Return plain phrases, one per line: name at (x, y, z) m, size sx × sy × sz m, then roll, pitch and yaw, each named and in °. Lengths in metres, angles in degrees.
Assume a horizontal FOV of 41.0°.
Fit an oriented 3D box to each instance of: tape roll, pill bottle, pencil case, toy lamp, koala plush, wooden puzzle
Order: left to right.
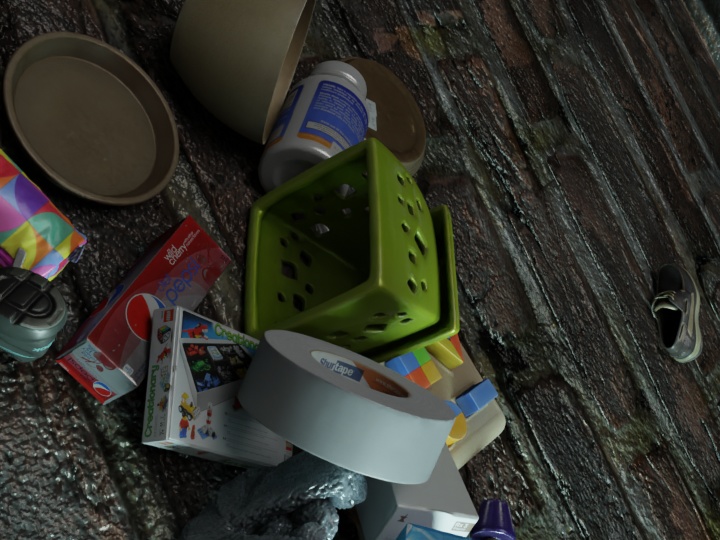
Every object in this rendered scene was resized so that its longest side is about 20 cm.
pencil case at (-0.337, -0.065, 0.862) m, size 0.200 × 0.088 × 0.088 m, roll 48°, pitch 41°, yaw -12°
koala plush at (-0.057, 0.299, 0.911) m, size 0.177 × 0.184 × 0.200 m, roll -81°, pitch 149°, yaw -52°
pill bottle at (-0.050, -0.174, 1.209) m, size 0.112 × 0.112 × 0.200 m, roll 40°, pitch 42°, yaw -23°
tape roll at (-0.013, 0.126, 0.916) m, size 0.200 × 0.200 × 0.066 m, roll 19°, pitch 97°, yaw -39°
wooden puzzle at (0.107, 0.149, 1.237) m, size 0.185 × 0.046 × 0.200 m, roll -25°, pitch 87°, yaw -51°
toy lamp at (0.154, 0.372, 1.149) m, size 0.058 × 0.058 × 0.200 m, roll 35°, pitch 49°, yaw -28°

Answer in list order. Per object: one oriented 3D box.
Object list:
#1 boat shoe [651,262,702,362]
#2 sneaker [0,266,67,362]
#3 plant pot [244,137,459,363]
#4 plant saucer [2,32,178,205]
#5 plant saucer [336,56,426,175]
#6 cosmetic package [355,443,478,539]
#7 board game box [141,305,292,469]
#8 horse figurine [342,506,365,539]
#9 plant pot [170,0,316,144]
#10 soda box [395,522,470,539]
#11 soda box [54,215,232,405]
boat shoe at (0.578, 0.068, 1.769) m, size 0.073 × 0.074 × 0.200 m, roll 25°, pitch 50°, yaw -36°
sneaker at (-0.347, 0.012, 0.819) m, size 0.200 × 0.079 × 0.075 m, roll 35°, pitch 47°, yaw 1°
plant pot at (0.000, 0.000, 1.102) m, size 0.181 × 0.199 × 0.200 m, roll 29°, pitch 47°, yaw -42°
plant saucer at (-0.281, -0.155, 1.005) m, size 0.200 × 0.029 × 0.200 m, roll 26°, pitch 50°, yaw -35°
plant saucer at (0.027, -0.224, 1.389) m, size 0.200 × 0.029 × 0.200 m, roll 24°, pitch 52°, yaw -36°
cosmetic package at (0.040, 0.209, 1.036) m, size 0.102 × 0.074 × 0.200 m, roll 16°, pitch 30°, yaw -24°
board game box at (-0.132, 0.123, 0.949) m, size 0.200 × 0.035 × 0.126 m, roll 33°, pitch 53°, yaw -54°
horse figurine at (0.025, 0.281, 1.069) m, size 0.133 × 0.050 × 0.200 m, roll -11°, pitch 73°, yaw -57°
plant pot at (-0.144, -0.264, 1.127) m, size 0.134 × 0.200 × 0.200 m, roll 19°, pitch 49°, yaw -4°
soda box at (0.045, 0.321, 0.945) m, size 0.064 × 0.200 × 0.068 m, roll 15°, pitch 52°, yaw -4°
soda box at (-0.210, 0.035, 0.952) m, size 0.070 × 0.063 × 0.200 m, roll 48°, pitch 40°, yaw -16°
